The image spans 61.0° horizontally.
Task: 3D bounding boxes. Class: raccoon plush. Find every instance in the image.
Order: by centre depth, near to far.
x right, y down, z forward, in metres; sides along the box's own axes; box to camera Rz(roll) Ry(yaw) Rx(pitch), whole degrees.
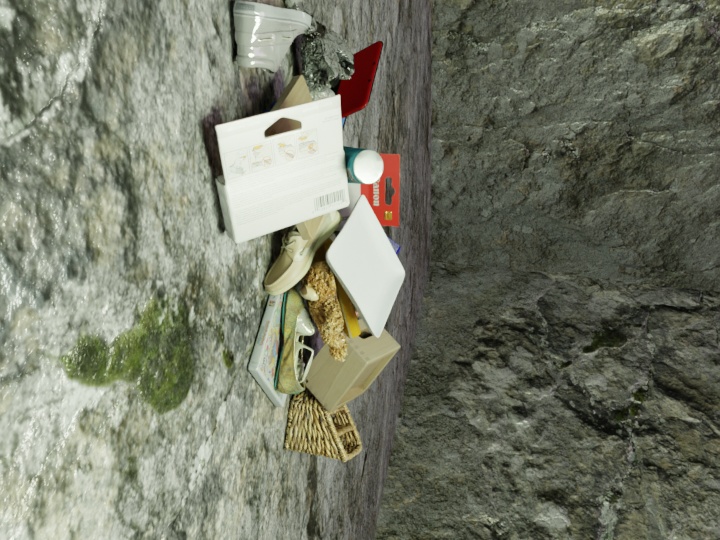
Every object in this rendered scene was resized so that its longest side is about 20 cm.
[{"bbox_3d":[-0.099,-0.397,1.131,0.202,0.133,0.097,59,42,-14],"label":"raccoon plush"}]

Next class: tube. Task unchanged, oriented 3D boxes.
[{"bbox_3d":[-0.022,-0.174,1.007,0.200,0.050,0.079,-151,-130,-66],"label":"tube"}]

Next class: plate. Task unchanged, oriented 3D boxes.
[{"bbox_3d":[0.008,-0.008,1.159,0.202,0.032,0.201,59,35,-26],"label":"plate"}]

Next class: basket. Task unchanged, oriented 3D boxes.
[{"bbox_3d":[-0.070,0.339,1.390,0.200,0.146,0.146,39,58,-74],"label":"basket"}]

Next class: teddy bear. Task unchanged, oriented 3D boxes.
[{"bbox_3d":[-0.070,0.080,1.148,0.202,0.066,0.146,83,-11,-49],"label":"teddy bear"}]

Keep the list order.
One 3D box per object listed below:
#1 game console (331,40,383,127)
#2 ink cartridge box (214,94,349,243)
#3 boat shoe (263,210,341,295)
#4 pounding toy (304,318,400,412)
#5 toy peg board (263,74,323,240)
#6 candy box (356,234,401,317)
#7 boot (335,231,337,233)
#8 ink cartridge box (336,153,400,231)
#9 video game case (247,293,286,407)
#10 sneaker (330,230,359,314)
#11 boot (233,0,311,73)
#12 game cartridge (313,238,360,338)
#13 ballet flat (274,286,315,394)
[{"bbox_3d":[-0.011,-0.385,1.379,0.173,0.116,0.203,75,25,-58],"label":"game console"},{"bbox_3d":[-0.114,-0.153,0.896,0.197,0.045,0.179,-21,124,-26],"label":"ink cartridge box"},{"bbox_3d":[-0.115,-0.047,1.107,0.201,0.072,0.065,-52,132,-12],"label":"boat shoe"},{"bbox_3d":[-0.031,0.194,1.362,0.185,0.142,0.199,-54,161,24],"label":"pounding toy"},{"bbox_3d":[-0.131,-0.186,1.035,0.202,0.096,0.201,-73,148,-47],"label":"toy peg board"},{"bbox_3d":[0.007,0.021,1.450,0.170,0.077,0.200,-55,-179,30],"label":"candy box"},{"bbox_3d":[-0.051,-0.170,1.410,0.198,0.072,0.166,-109,-170,-83],"label":"boot"},{"bbox_3d":[-0.020,-0.160,1.254,0.050,0.196,0.164,-62,155,-57],"label":"ink cartridge box"},{"bbox_3d":[-0.157,0.144,1.183,0.201,0.022,0.185,75,24,-58],"label":"video game case"},{"bbox_3d":[0.000,0.000,1.228,0.203,0.090,0.078,64,-14,10],"label":"sneaker"},{"bbox_3d":[-0.138,-0.357,0.947,0.200,0.072,0.097,-38,139,-62],"label":"boot"},{"bbox_3d":[-0.063,0.013,1.240,0.176,0.032,0.203,-137,-149,-57],"label":"game cartridge"},{"bbox_3d":[-0.118,0.133,1.156,0.071,0.069,0.204,11,85,-78],"label":"ballet flat"}]
